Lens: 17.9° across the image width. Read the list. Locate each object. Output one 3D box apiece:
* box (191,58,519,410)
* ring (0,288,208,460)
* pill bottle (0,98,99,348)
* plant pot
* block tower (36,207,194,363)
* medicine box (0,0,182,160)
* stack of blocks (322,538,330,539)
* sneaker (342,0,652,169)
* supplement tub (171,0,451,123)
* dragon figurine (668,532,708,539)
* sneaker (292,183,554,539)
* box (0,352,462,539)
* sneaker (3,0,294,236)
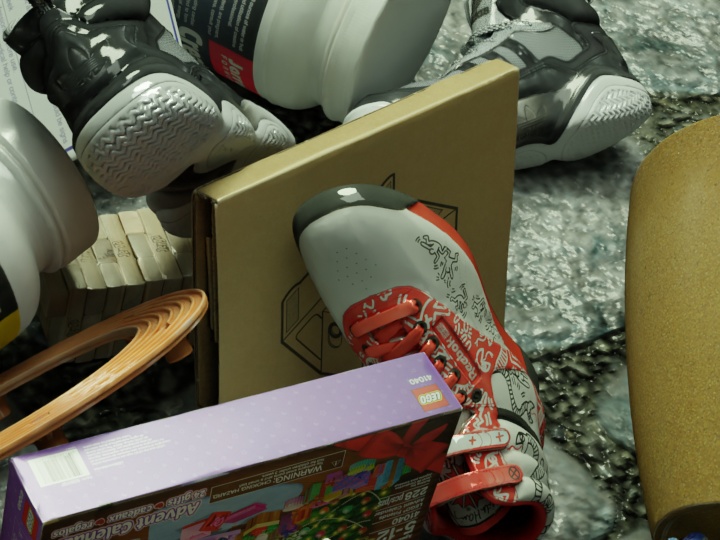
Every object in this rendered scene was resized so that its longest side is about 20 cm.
[{"bbox_3d":[0.000,0.000,1.125,0.200,0.164,0.021,-26,41,-36],"label":"box"},{"bbox_3d":[-0.152,0.066,1.019,0.200,0.200,0.019,-38,104,-41],"label":"ring"},{"bbox_3d":[-0.222,0.009,1.056,0.200,0.113,0.112,-39,63,-24],"label":"pill bottle"},{"bbox_3d":[0.209,0.055,1.132,0.186,0.187,0.201,16,56,1],"label":"plant pot"},{"bbox_3d":[-0.075,0.001,1.182,0.199,0.058,0.054,-6,46,-24],"label":"block tower"},{"bbox_3d":[-0.204,-0.142,1.186,0.103,0.183,0.200,9,30,41],"label":"medicine box"},{"bbox_3d":[0.022,0.220,0.930,0.058,0.115,0.200,-27,57,-36],"label":"stack of blocks"},{"bbox_3d":[0.067,-0.118,1.310,0.199,0.075,0.114,-7,70,-30],"label":"sneaker"},{"bbox_3d":[-0.059,-0.179,1.313,0.200,0.141,0.140,29,44,15],"label":"supplement tub"},{"bbox_3d":[0.121,0.203,1.015,0.099,0.059,0.200,31,51,18],"label":"dragon figurine"},{"bbox_3d":[0.036,0.053,1.072,0.067,0.201,0.108,-21,47,18],"label":"sneaker"},{"bbox_3d":[-0.061,0.115,1.001,0.199,0.137,0.039,-13,51,-27],"label":"box"},{"bbox_3d":[-0.100,-0.087,1.081,0.075,0.200,0.114,-37,76,6],"label":"sneaker"}]
